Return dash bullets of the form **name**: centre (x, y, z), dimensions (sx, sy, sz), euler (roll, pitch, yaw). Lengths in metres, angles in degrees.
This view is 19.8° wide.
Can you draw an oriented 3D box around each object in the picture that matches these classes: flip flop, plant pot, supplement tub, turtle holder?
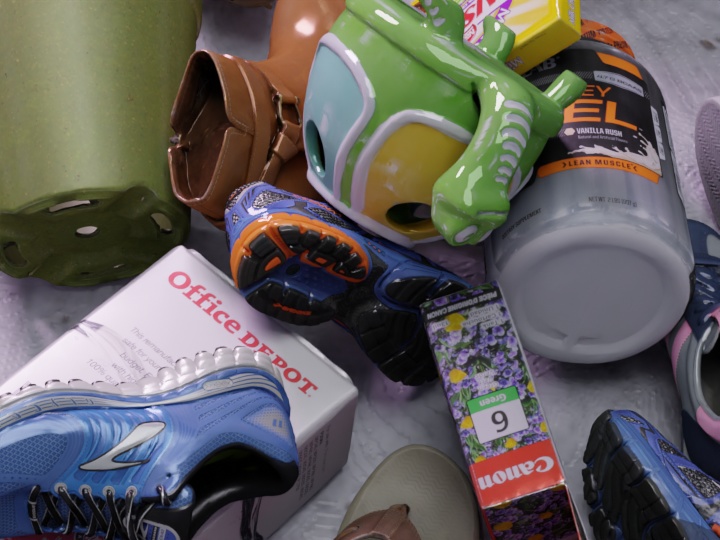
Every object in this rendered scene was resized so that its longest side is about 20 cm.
- **flip flop**: centre (0.003, 0.172, 1.102), dimensions (0.081, 0.058, 0.200), euler (27, 55, 16)
- **plant pot**: centre (-0.174, -0.099, 1.239), dimensions (0.199, 0.200, 0.191), euler (-5, 65, -9)
- **supplement tub**: centre (0.130, -0.053, 1.242), dimensions (0.122, 0.123, 0.201), euler (1, 45, -4)
- **turtle holder**: centre (0.045, -0.077, 1.148), dimensions (0.185, 0.141, 0.132), euler (39, 101, 33)

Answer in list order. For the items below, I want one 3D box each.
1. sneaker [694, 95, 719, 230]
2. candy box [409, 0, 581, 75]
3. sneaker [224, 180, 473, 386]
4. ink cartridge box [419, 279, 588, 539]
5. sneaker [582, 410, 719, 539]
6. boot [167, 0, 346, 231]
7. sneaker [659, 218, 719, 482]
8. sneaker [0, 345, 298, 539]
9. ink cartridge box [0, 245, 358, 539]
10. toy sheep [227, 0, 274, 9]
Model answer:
- **sneaker**: centre (0.296, -0.033, 1.285), dimensions (0.115, 0.074, 0.201), euler (-17, 65, -19)
- **candy box**: centre (0.053, -0.138, 1.285), dimensions (0.026, 0.199, 0.103), euler (34, 41, -34)
- **sneaker**: centre (0.000, 0.000, 1.176), dimensions (0.075, 0.200, 0.079), euler (-45, 43, 15)
- **ink cartridge box**: centre (0.087, 0.118, 1.115), dimensions (0.050, 0.109, 0.201), euler (-18, 54, 3)
- **sneaker**: centre (0.198, 0.153, 1.126), dimensions (0.078, 0.076, 0.200), euler (-24, 63, -36)
- **boot**: centre (-0.054, -0.107, 1.228), dimensions (0.073, 0.154, 0.201), euler (-16, 68, 29)
- **sneaker**: centre (0.213, 0.035, 1.212), dimensions (0.070, 0.082, 0.201), euler (-3, 52, -7)
- **sneaker**: centre (-0.122, 0.103, 1.027), dimensions (0.199, 0.079, 0.089), euler (-16, 54, -16)
- **ink cartridge box**: centre (-0.119, 0.102, 1.130), dimensions (0.145, 0.085, 0.200), euler (37, 59, 21)
- **toy sheep**: centre (-0.087, -0.260, 1.388), dimensions (0.137, 0.138, 0.201), euler (-7, 59, -10)
